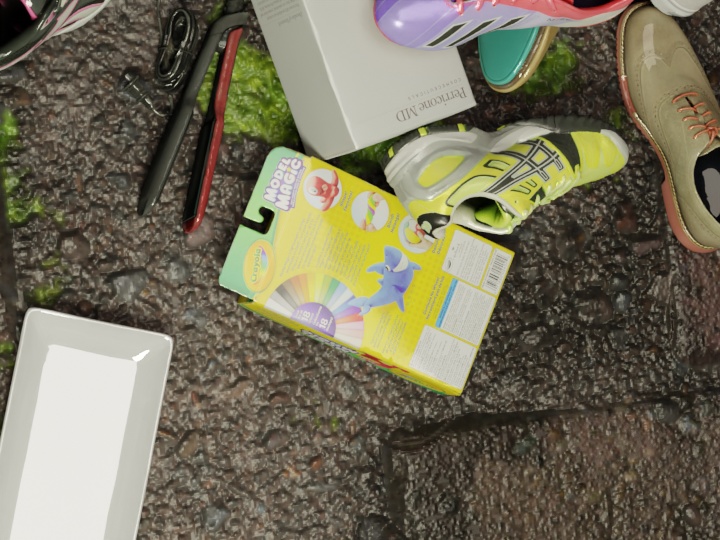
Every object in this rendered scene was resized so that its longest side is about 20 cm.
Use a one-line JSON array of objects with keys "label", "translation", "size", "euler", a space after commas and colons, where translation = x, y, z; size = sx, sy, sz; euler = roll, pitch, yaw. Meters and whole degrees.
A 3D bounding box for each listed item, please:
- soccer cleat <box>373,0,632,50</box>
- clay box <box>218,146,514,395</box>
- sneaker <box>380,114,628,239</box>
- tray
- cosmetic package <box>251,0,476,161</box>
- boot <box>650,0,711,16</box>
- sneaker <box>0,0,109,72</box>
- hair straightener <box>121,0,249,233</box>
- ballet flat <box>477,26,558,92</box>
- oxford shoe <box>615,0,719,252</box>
[{"label": "soccer cleat", "translation": [0.105, -0.195, 1.446], "size": [0.199, 0.076, 0.067], "euler": [-8, 88, -27]}, {"label": "clay box", "translation": [0.000, 0.000, 1.493], "size": [0.199, 0.048, 0.115], "euler": [25, 79, -16]}, {"label": "sneaker", "translation": [0.110, -0.063, 1.505], "size": [0.199, 0.075, 0.077], "euler": [-9, 68, -26]}, {"label": "tray", "translation": [-0.200, 0.133, 1.429], "size": [0.107, 0.022, 0.201], "euler": [13, 83, -19]}, {"label": "cosmetic package", "translation": [-0.009, -0.188, 1.475], "size": [0.113, 0.081, 0.201], "euler": [-24, 95, -27]}, {"label": "boot", "translation": [0.231, -0.296, 1.548], "size": [0.073, 0.095, 0.200], "euler": [-28, 91, -44]}, {"label": "sneaker", "translation": [-0.219, -0.186, 1.402], "size": [0.080, 0.086, 0.200], "euler": [46, 74, -14]}, {"label": "hair straightener", "translation": [-0.126, -0.131, 1.456], "size": [0.077, 0.041, 0.201], "euler": [17, 82, -19]}, {"label": "ballet flat", "translation": [0.133, -0.228, 1.545], "size": [0.063, 0.068, 0.201], "euler": [9, 86, -48]}, {"label": "oxford shoe", "translation": [0.254, -0.113, 1.573], "size": [0.070, 0.075, 0.201], "euler": [-23, 94, -16]}]
